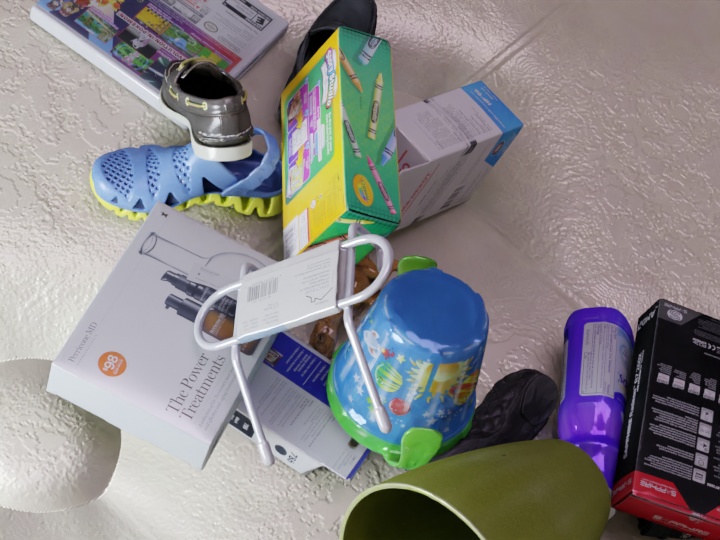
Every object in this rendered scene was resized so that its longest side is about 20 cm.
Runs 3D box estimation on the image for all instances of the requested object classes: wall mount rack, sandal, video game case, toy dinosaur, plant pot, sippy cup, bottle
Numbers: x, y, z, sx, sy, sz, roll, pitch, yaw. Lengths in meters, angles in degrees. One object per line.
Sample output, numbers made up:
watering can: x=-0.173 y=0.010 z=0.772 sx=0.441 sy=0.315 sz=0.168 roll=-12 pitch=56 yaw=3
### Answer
wall mount rack: x=-0.042 y=0.057 z=1.417 sx=0.075 sy=0.199 sz=0.174 roll=41 pitch=41 yaw=-42
sandal: x=-0.155 y=-0.098 z=1.621 sx=0.199 sy=0.087 sz=0.080 roll=-6 pitch=61 yaw=-20
video game case: x=-0.202 y=-0.253 z=1.752 sx=0.200 sy=0.023 sz=0.182 roll=36 pitch=53 yaw=6
toy dinosaur: x=0.000 y=0.000 z=1.614 sx=0.106 sy=0.060 sz=0.201 roll=23 pitch=43 yaw=-13
plant pot: x=0.116 y=0.222 z=1.446 sx=0.187 sy=0.187 sz=0.200 roll=47 pitch=45 yaw=16
sippy cup: x=0.049 y=0.072 z=1.488 sx=0.139 sy=0.131 sz=0.178 roll=-22 pitch=61 yaw=-31
bottle: x=0.216 y=0.132 z=1.585 sx=0.065 sy=0.084 sz=0.201 roll=-5 pitch=51 yaw=18

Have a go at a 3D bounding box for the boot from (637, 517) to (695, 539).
boot: x=0.341 y=0.177 z=1.604 sx=0.162 sy=0.073 sz=0.199 roll=10 pitch=60 yaw=-9

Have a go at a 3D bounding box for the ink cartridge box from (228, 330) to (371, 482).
ink cartridge box: x=-0.072 y=0.108 z=1.535 sx=0.200 sy=0.039 sz=0.100 roll=34 pitch=53 yaw=8

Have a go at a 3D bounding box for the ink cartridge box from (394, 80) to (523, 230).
ink cartridge box: x=0.052 y=-0.102 z=1.642 sx=0.068 sy=0.116 sz=0.200 roll=48 pitch=39 yaw=16

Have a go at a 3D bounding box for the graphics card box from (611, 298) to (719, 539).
graphics card box: x=0.300 y=0.136 z=1.543 sx=0.125 sy=0.051 sz=0.201 roll=19 pitch=60 yaw=-9

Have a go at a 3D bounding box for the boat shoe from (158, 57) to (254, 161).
boat shoe: x=-0.143 y=-0.164 z=1.606 sx=0.071 sy=0.061 sz=0.201 roll=-8 pitch=27 yaw=-17

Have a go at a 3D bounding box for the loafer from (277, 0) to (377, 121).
loafer: x=-0.026 y=-0.224 z=1.759 sx=0.068 sy=0.070 sz=0.201 roll=25 pitch=52 yaw=-1

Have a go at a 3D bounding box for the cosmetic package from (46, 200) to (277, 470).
cosmetic package: x=-0.157 y=0.053 z=1.492 sx=0.150 sy=0.052 sz=0.200 roll=25 pitch=53 yaw=3

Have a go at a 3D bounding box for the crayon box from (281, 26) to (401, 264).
crayon box: x=-0.021 y=-0.106 z=1.574 sx=0.058 sy=0.119 sz=0.201 roll=14 pitch=57 yaw=-27

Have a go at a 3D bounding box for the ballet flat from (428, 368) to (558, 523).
ballet flat: x=0.107 y=0.162 z=1.560 sx=0.200 sy=0.057 sz=0.067 roll=-40 pitch=103 yaw=-30
